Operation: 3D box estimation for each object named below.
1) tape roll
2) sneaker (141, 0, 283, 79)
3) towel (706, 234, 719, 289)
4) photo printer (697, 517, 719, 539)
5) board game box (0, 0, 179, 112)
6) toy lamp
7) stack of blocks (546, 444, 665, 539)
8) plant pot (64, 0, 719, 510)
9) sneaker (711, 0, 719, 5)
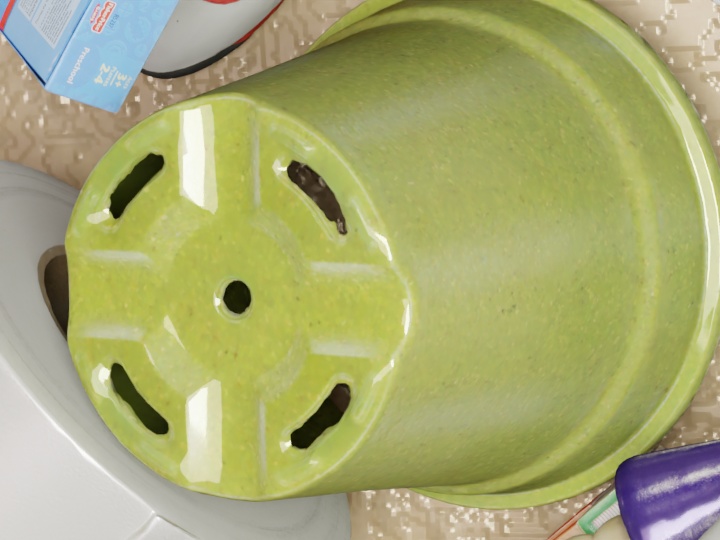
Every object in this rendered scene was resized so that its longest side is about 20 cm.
[{"bbox_3d":[-0.121,0.077,1.054,0.139,0.203,0.203,-44,84,16],"label":"tape roll"},{"bbox_3d":[-0.035,-0.145,1.046,0.201,0.108,0.067,-41,85,18],"label":"sneaker"},{"bbox_3d":[0.232,-0.047,1.013,0.171,0.048,0.200,25,104,13],"label":"towel"},{"bbox_3d":[0.165,0.147,0.949,0.166,0.069,0.200,36,119,-10],"label":"photo printer"},{"bbox_3d":[-0.104,-0.169,1.040,0.151,0.037,0.200,-59,41,15],"label":"board game box"},{"bbox_3d":[0.059,0.115,1.021,0.200,0.058,0.058,-29,89,21],"label":"toy lamp"},{"bbox_3d":[0.149,0.162,1.060,0.115,0.059,0.200,-42,84,17],"label":"stack of blocks"},{"bbox_3d":[0.000,0.000,0.995,0.200,0.184,0.201,5,100,30],"label":"plant pot"},{"bbox_3d":[0.209,-0.063,0.959,0.115,0.075,0.200,-41,89,23],"label":"sneaker"}]
